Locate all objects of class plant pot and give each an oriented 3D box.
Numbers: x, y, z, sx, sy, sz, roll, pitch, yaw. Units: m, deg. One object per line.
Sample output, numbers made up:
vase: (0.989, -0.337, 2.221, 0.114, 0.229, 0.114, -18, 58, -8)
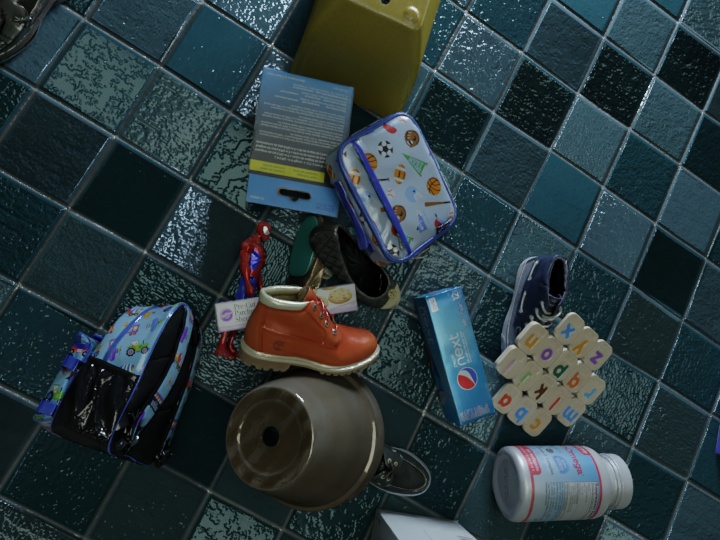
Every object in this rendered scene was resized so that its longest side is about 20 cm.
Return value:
plant pot: (-0.082, 0.214, 0.732, 0.196, 0.174, 0.204, -4, 75, 15)
plant pot: (0.023, -0.380, 0.833, 0.191, 0.200, 0.199, 20, 80, -11)

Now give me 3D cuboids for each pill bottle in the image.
pill bottle: (0.317, 0.333, 0.887, 0.196, 0.109, 0.111, 3, 84, -13)

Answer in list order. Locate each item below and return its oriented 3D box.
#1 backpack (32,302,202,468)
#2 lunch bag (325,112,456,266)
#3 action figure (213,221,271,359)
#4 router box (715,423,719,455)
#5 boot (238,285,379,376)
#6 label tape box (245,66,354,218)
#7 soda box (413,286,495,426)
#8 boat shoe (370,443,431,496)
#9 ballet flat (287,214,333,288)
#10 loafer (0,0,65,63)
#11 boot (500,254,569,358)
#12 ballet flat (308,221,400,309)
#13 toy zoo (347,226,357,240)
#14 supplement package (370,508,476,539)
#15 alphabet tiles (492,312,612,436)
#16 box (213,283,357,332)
backpack: (-0.292, 0.133, 0.731, 0.132, 0.183, 0.203, 16, 67, 6)
lunch bag: (0.045, -0.110, 0.816, 0.159, 0.075, 0.202, -33, 101, -26)
action figure: (-0.163, 0.027, 0.825, 0.051, 0.065, 0.204, 9, 84, 13)
router box: (0.750, 0.259, 1.025, 0.176, 0.049, 0.204, 16, 82, -11)
boot: (-0.054, 0.075, 0.745, 0.197, 0.075, 0.109, 7, 110, -28)
label tape box: (-0.094, -0.187, 0.858, 0.142, 0.063, 0.204, 9, 85, -14)
soda box: (0.145, 0.132, 0.884, 0.063, 0.068, 0.204, -14, 89, -13)
boat shoe: (0.022, 0.290, 0.848, 0.198, 0.057, 0.070, 26, 80, -9)
ballet flat: (-0.078, 0.019, 0.853, 0.065, 0.070, 0.204, 20, 83, -38)
loafer: (-0.472, -0.380, 0.786, 0.071, 0.063, 0.201, 37, 78, -7)
boot: (0.284, 0.073, 0.910, 0.071, 0.090, 0.204, 10, 83, -12)
ballet flat: (0.000, 0.000, 0.839, 0.200, 0.056, 0.067, 41, 64, -35)
toy zoo: (0.054, -0.107, 0.874, 0.199, 0.020, 0.133, -35, 103, -28)
supplement package: (0.089, 0.472, 0.779, 0.144, 0.191, 0.204, 13, 83, -11)
alphabet tiles: (0.308, 0.169, 0.910, 0.199, 0.015, 0.196, 37, 96, -23)
box: (-0.102, 0.051, 0.785, 0.196, 0.039, 0.042, -7, 90, -16)
